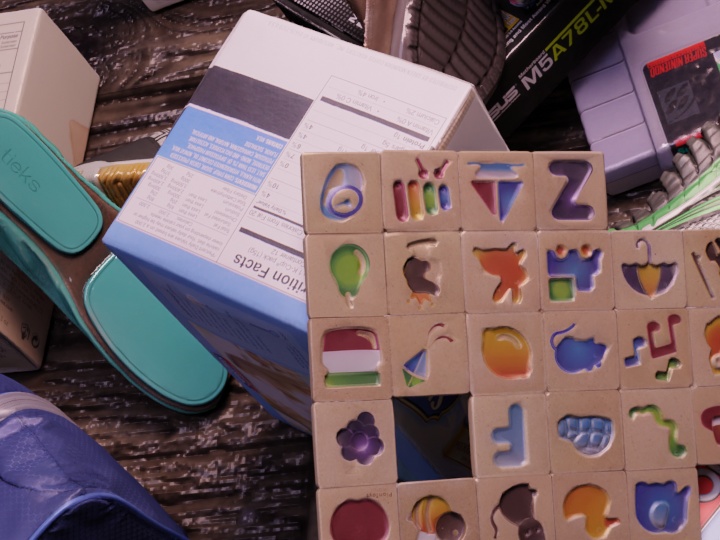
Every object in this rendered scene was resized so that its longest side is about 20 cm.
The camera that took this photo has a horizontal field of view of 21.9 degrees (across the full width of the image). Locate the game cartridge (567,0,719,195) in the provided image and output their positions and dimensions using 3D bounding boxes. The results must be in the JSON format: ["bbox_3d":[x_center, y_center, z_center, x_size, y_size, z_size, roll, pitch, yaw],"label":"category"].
[{"bbox_3d":[0.203,-0.126,0.957,0.199,0.038,0.130,-21,51,12],"label":"game cartridge"}]

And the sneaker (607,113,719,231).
[{"bbox_3d":[0.150,0.012,0.872,0.200,0.078,0.085,-46,54,-7],"label":"sneaker"}]

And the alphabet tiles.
[{"bbox_3d":[0.075,0.034,0.767,0.199,0.008,0.168,-1,83,-17],"label":"alphabet tiles"}]

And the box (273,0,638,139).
[{"bbox_3d":[0.075,-0.177,1.015,0.200,0.048,0.193,-45,43,-5],"label":"box"}]

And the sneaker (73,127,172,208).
[{"bbox_3d":[-0.077,-0.059,1.035,0.199,0.076,0.088,-10,40,18],"label":"sneaker"}]

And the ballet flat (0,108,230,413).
[{"bbox_3d":[-0.145,-0.004,0.999,0.067,0.070,0.200,-44,97,-18],"label":"ballet flat"}]

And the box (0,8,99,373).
[{"bbox_3d":[-0.222,-0.045,1.077,0.094,0.078,0.201,-4,60,23],"label":"box"}]

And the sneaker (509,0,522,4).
[{"bbox_3d":[0.117,-0.226,0.940,0.088,0.081,0.201,-8,58,31],"label":"sneaker"}]

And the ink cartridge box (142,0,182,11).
[{"bbox_3d":[-0.068,-0.267,1.105,0.199,0.129,0.126,-17,56,15],"label":"ink cartridge box"}]

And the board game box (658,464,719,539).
[{"bbox_3d":[0.163,0.132,0.785,0.134,0.029,0.200,35,67,23],"label":"board game box"}]

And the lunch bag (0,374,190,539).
[{"bbox_3d":[-0.196,0.158,0.909,0.200,0.136,0.132,-48,53,-6],"label":"lunch bag"}]

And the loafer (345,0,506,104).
[{"bbox_3d":[0.028,-0.139,0.942,0.071,0.073,0.201,-27,38,33],"label":"loafer"}]

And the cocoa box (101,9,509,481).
[{"bbox_3d":[0.000,0.000,0.871,0.133,0.200,0.132,22,73,32],"label":"cocoa box"}]
